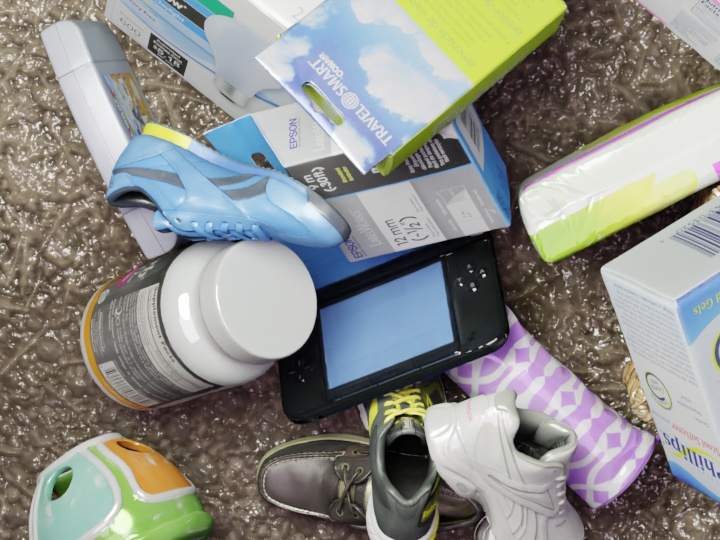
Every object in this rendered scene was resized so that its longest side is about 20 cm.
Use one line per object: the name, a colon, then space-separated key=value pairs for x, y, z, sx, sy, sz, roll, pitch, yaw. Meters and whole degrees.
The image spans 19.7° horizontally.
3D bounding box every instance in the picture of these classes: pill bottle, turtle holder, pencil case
pill bottle: x=-0.128 y=0.041 z=1.639 sx=0.116 sy=0.200 sz=0.117 roll=11 pitch=71 yaw=-35
turtle holder: x=-0.212 y=0.219 z=1.715 sx=0.132 sy=0.141 sz=0.185 roll=59 pitch=137 yaw=12
pencil case: x=0.154 y=0.105 z=1.691 sx=0.200 sy=0.084 sz=0.086 roll=42 pitch=62 yaw=-2

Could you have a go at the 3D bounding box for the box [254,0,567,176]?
box: x=0.035 y=-0.161 z=1.470 sx=0.200 sy=0.048 sz=0.122 roll=-40 pitch=79 yaw=-17

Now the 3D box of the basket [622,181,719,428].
basket: x=0.305 y=0.040 z=1.637 sx=0.142 sy=0.149 sz=0.201 roll=22 pitch=96 yaw=2

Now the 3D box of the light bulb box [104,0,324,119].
light bulb box: x=-0.079 y=-0.220 z=1.600 sx=0.198 sy=0.200 sz=0.125 roll=37 pitch=70 yaw=2

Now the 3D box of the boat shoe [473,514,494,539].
boat shoe: x=0.176 y=0.272 z=1.709 sx=0.200 sy=0.068 sz=0.075 roll=41 pitch=97 yaw=0

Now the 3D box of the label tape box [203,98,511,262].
label tape box: x=-0.001 y=-0.072 z=1.574 sx=0.199 sy=0.143 sz=0.066 roll=-15 pitch=55 yaw=15

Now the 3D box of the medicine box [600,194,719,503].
medicine box: x=0.303 y=0.048 z=1.543 sx=0.182 sy=0.103 sz=0.201 roll=-31 pitch=117 yaw=-15

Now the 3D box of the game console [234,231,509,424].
game console: x=0.000 y=0.000 z=1.656 sx=0.199 sy=0.171 sz=0.118 roll=-22 pitch=136 yaw=16

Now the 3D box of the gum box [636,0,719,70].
gum box: x=0.322 y=-0.206 z=1.626 sx=0.200 sy=0.066 sz=0.114 roll=40 pitch=61 yaw=0

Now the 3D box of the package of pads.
package of pads: x=0.219 y=-0.080 z=1.629 sx=0.199 sy=0.155 sz=0.069 roll=-26 pitch=93 yaw=5

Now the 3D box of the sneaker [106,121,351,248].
sneaker: x=-0.101 y=-0.043 z=1.551 sx=0.199 sy=0.066 sz=0.079 roll=22 pitch=69 yaw=24

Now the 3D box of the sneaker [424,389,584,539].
sneaker: x=0.137 y=0.164 z=1.629 sx=0.099 sy=0.078 sz=0.200 roll=-24 pitch=134 yaw=23

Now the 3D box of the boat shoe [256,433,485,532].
boat shoe: x=0.010 y=0.178 z=1.715 sx=0.199 sy=0.065 sz=0.074 roll=1 pitch=97 yaw=5

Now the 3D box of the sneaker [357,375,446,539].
sneaker: x=0.040 y=0.125 z=1.662 sx=0.074 sy=0.085 sz=0.201 roll=0 pitch=58 yaw=-7

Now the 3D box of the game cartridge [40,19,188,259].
game cartridge: x=-0.190 y=-0.109 z=1.669 sx=0.041 sy=0.133 sz=0.201 roll=-25 pitch=94 yaw=4
